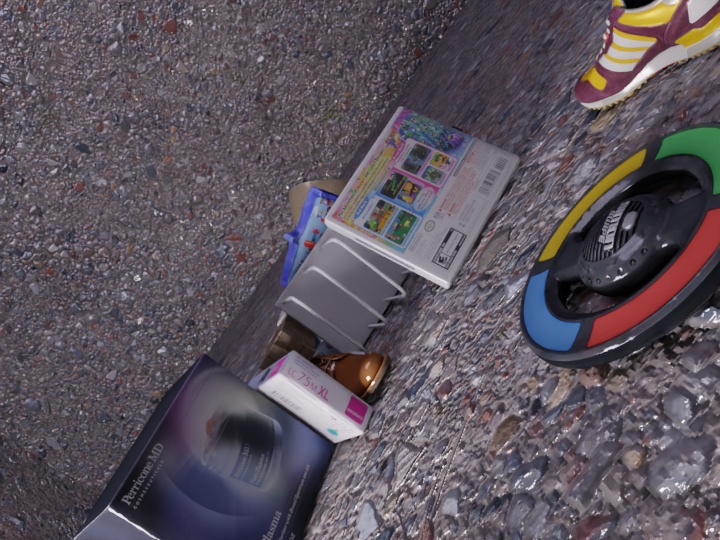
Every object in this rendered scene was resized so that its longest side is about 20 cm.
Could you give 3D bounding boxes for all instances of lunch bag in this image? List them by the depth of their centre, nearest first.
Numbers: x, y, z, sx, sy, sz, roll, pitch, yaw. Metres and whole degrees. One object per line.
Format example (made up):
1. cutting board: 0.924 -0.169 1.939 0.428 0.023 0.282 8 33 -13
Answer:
1. lunch bag: -0.052 -0.042 0.973 0.199 0.093 0.153 11 -78 -56

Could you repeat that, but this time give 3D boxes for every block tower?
1. block tower: -0.098 0.107 0.866 0.055 0.057 0.200 -57 7 0

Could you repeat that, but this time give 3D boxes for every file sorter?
1. file sorter: 0.000 0.000 0.855 0.202 0.138 0.124 -56 7 -14

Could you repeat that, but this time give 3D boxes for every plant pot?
1. plant pot: -0.069 -0.116 1.454 0.200 0.196 0.137 153 117 -65

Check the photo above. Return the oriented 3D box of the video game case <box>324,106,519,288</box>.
1. video game case: 0.079 -0.101 0.790 0.202 0.180 0.024 -57 -19 -18

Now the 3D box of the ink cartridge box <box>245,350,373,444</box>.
1. ink cartridge box: -0.082 0.170 0.762 0.200 0.119 0.042 -39 17 51

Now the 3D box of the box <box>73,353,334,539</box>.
1. box: -0.160 0.240 0.680 0.123 0.197 0.201 -43 16 39

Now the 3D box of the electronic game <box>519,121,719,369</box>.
1. electronic game: 0.186 -0.019 0.435 0.201 0.041 0.200 -51 12 14

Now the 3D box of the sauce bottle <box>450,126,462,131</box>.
1. sauce bottle: 0.121 -0.161 1.043 0.202 0.064 0.065 -62 14 -26

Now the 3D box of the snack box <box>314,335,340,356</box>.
1. snack box: -0.064 0.117 1.012 0.143 0.053 0.200 -56 12 -5

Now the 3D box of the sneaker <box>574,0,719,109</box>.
1. sneaker: 0.268 -0.235 0.608 0.076 0.090 0.200 -57 12 -21

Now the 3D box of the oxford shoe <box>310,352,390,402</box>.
1. oxford shoe: -0.029 0.134 0.786 0.199 0.071 0.072 -33 21 56

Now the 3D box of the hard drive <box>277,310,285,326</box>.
1. hard drive: -0.159 0.059 1.624 0.132 0.027 0.201 -50 12 17
